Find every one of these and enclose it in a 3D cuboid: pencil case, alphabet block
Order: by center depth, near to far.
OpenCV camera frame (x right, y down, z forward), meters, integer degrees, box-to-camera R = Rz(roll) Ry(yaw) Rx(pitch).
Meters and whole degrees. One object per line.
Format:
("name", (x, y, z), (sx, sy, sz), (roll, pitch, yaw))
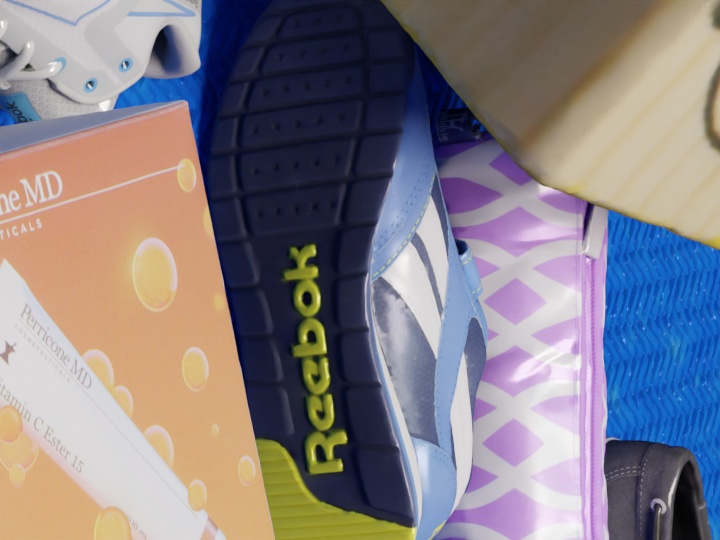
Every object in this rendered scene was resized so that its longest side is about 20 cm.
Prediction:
("alphabet block", (0.112, -0.147, 0.848), (0.195, 0.200, 0.197), (15, 32, -54))
("pencil case", (0.061, 0.045, 0.926), (0.084, 0.085, 0.202), (10, 78, -56))

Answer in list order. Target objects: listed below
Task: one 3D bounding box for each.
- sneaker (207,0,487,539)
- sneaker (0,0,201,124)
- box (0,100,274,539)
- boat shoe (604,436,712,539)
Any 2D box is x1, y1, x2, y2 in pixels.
("sneaker", (0.000, 0.000, 0.859), (0.082, 0.073, 0.202), (-9, 98, -61))
("sneaker", (-0.099, -0.078, 0.721), (0.200, 0.075, 0.087), (-13, 102, -56))
("box", (-0.097, 0.068, 0.675), (0.124, 0.097, 0.202), (-23, 104, -55))
("boat shoe", (0.134, 0.157, 1.034), (0.070, 0.066, 0.201), (-35, 114, -52))
